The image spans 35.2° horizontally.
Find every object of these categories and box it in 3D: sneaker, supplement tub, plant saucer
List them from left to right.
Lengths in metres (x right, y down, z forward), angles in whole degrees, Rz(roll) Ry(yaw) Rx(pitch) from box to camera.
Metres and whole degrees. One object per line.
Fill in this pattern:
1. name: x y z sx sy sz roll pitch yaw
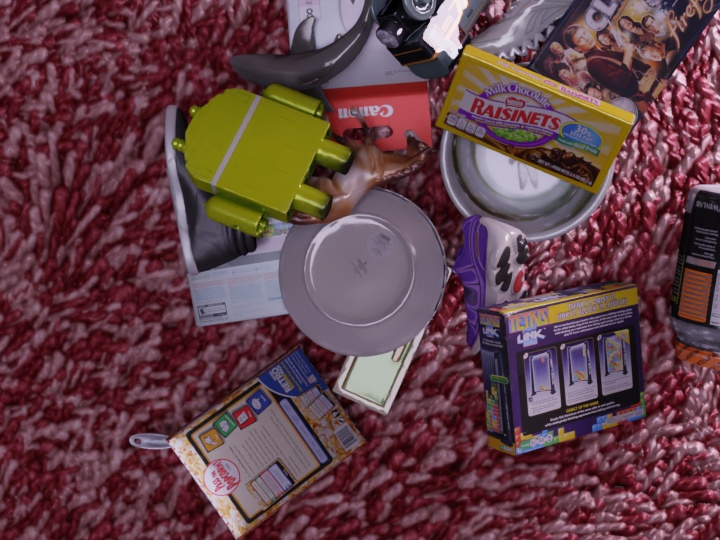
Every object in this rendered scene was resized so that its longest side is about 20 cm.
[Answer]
1. sneaker: -0.172 -0.101 1.335 0.099 0.071 0.200 -11 92 -2
2. sneaker: 0.148 0.013 1.342 0.083 0.081 0.200 34 140 32
3. plant saucer: 0.193 -0.134 1.321 0.200 0.050 0.200 1 99 9
4. sneaker: 0.203 -0.298 1.300 0.200 0.075 0.081 -24 109 4
5. supplement tub: 0.421 0.007 1.296 0.122 0.123 0.200 8 100 7

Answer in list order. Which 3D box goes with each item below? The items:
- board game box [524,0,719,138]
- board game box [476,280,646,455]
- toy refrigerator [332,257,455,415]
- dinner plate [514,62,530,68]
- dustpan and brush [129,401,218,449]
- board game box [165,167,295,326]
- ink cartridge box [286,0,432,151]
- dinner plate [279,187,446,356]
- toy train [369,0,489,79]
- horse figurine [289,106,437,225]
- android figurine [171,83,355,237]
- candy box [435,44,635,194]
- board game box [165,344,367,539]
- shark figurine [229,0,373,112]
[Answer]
1. board game box: 0.294 -0.264 1.255 0.135 0.035 0.200 35 91 -6
2. board game box: 0.235 0.109 1.318 0.200 0.057 0.166 -10 98 -29
3. toy refrigerator: 0.041 0.069 1.387 0.076 0.070 0.200 25 101 4
4. dinner plate: 0.200 -0.146 1.355 0.200 0.024 0.200 1 98 7
5. dustpan and brush: -0.190 0.217 1.448 0.200 0.057 0.140 4 99 8
6. board game box: -0.145 -0.042 1.401 0.147 0.064 0.200 -8 99 9
7. ink cartridge box: 0.001 -0.242 1.357 0.162 0.057 0.200 -4 93 9
8. dinner plate: 0.000 0.000 1.328 0.200 0.024 0.200 -1 85 9
9. toy train: 0.091 -0.312 1.281 0.114 0.085 0.200 44 65 -29
10. horse figurine: -0.027 -0.112 1.313 0.200 0.050 0.133 -38 65 -11
11. android figurine: -0.114 -0.130 1.278 0.200 0.041 0.182 20 72 9
12. candy box: 0.190 -0.166 1.256 0.200 0.026 0.102 23 128 5
13. board game box: -0.116 0.211 1.405 0.200 0.046 0.152 -35 92 -13
14. shark figurine: -0.037 -0.251 1.298 0.214 0.090 0.128 -36 107 22
